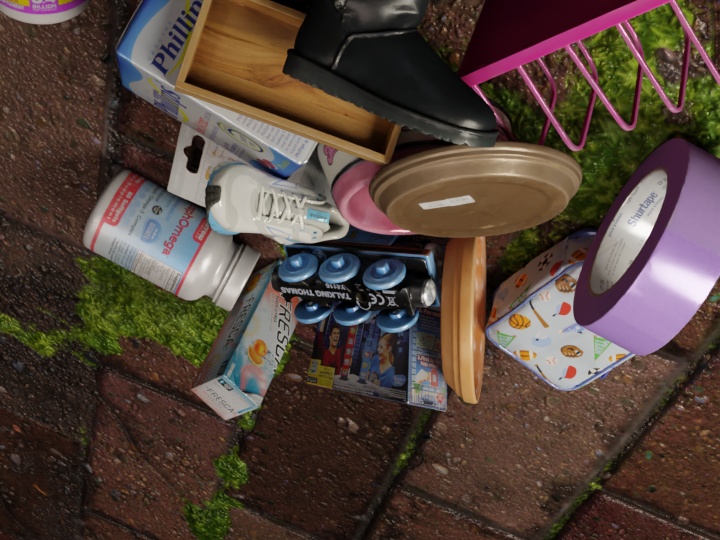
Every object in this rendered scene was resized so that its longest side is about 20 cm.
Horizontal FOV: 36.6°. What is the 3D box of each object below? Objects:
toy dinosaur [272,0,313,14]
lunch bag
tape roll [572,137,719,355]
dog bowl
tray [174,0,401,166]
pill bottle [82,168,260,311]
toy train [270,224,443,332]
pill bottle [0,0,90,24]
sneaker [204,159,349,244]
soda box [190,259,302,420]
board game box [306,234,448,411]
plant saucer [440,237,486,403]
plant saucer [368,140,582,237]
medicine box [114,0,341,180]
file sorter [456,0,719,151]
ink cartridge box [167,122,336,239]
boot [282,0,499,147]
[{"bbox_3d":[-0.060,-0.267,1.042,0.135,0.103,0.200,8,161,37],"label":"toy dinosaur"},{"bbox_3d":[0.247,0.051,1.230,0.160,0.076,0.200,34,137,-15],"label":"lunch bag"},{"bbox_3d":[0.281,-0.023,1.037,0.065,0.201,0.200,27,139,-4],"label":"tape roll"},{"bbox_3d":[0.057,-0.100,1.086,0.199,0.074,0.200,-5,159,-2],"label":"dog bowl"},{"bbox_3d":[-0.054,-0.173,0.965,0.199,0.099,0.037,19,179,-10],"label":"tray"},{"bbox_3d":[-0.228,-0.033,1.330,0.199,0.109,0.109,28,139,-6],"label":"pill bottle"},{"bbox_3d":[0.000,0.000,1.177,0.199,0.114,0.087,4,130,30],"label":"toy train"},{"bbox_3d":[-0.313,-0.345,1.042,0.104,0.105,0.201,18,139,6],"label":"pill bottle"},{"bbox_3d":[-0.077,-0.064,1.093,0.086,0.076,0.200,9,-179,30],"label":"sneaker"},{"bbox_3d":[-0.131,0.082,1.336,0.068,0.201,0.064,-24,121,39],"label":"soda box"},{"bbox_3d":[0.032,0.049,1.266,0.061,0.201,0.199,16,173,-36],"label":"board game box"},{"bbox_3d":[0.113,0.042,1.181,0.037,0.201,0.201,1,135,10],"label":"plant saucer"},{"bbox_3d":[0.107,-0.069,1.012,0.199,0.030,0.200,-1,164,0],"label":"plant saucer"},{"bbox_3d":[-0.127,-0.186,1.063,0.199,0.103,0.182,30,175,-9],"label":"medicine box"},{"bbox_3d":[0.210,-0.195,0.936,0.199,0.139,0.126,-18,126,37],"label":"file sorter"},{"bbox_3d":[-0.109,-0.113,1.239,0.199,0.057,0.163,27,139,1],"label":"ink cartridge box"},{"bbox_3d":[0.044,-0.208,0.885,0.199,0.076,0.169,25,108,14],"label":"boot"}]
